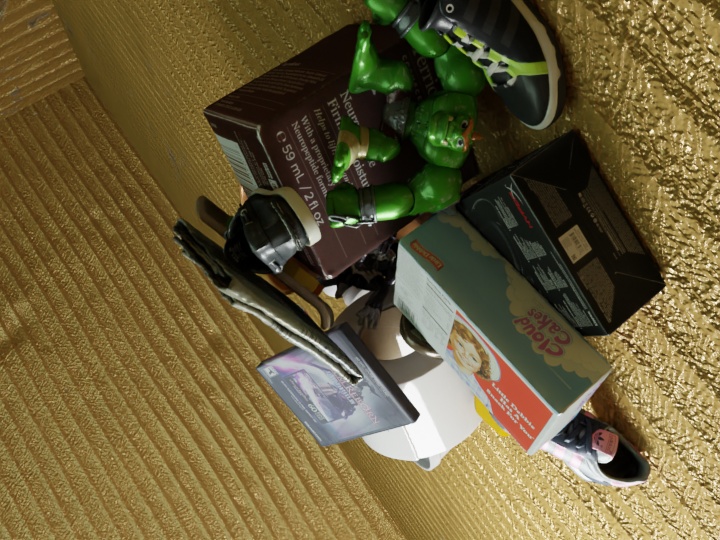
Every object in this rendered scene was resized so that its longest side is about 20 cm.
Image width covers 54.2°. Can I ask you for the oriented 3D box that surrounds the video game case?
[{"bbox_3d":[-0.034,0.147,0.869,0.144,0.019,0.199,51,140,-9],"label":"video game case"}]

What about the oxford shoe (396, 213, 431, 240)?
[{"bbox_3d":[0.057,-0.055,0.867,0.072,0.071,0.200,53,162,-3],"label":"oxford shoe"}]

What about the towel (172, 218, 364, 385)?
[{"bbox_3d":[-0.103,0.034,0.728,0.200,0.035,0.192,41,178,-36],"label":"towel"}]

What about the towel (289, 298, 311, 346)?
[{"bbox_3d":[-0.076,0.106,1.004,0.147,0.030,0.200,55,-179,18],"label":"towel"}]

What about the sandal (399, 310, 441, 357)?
[{"bbox_3d":[0.089,0.047,0.778,0.081,0.200,0.055,28,117,3],"label":"sandal"}]

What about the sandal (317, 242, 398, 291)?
[{"bbox_3d":[0.012,0.002,1.003,0.198,0.075,0.049,-15,108,45],"label":"sandal"}]

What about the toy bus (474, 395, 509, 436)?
[{"bbox_3d":[0.172,0.105,0.811,0.065,0.078,0.202,43,159,36],"label":"toy bus"}]

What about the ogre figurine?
[{"bbox_3d":[0.043,-0.131,0.599,0.098,0.117,0.204,145,136,-83],"label":"ogre figurine"}]

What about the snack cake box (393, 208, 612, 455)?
[{"bbox_3d":[0.116,0.053,0.631,0.200,0.067,0.116,49,159,23],"label":"snack cake box"}]

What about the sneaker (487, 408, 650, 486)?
[{"bbox_3d":[0.221,0.164,0.733,0.198,0.071,0.082,32,162,-21],"label":"sneaker"}]

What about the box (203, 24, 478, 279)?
[{"bbox_3d":[-0.022,-0.130,0.718,0.164,0.199,0.168,29,150,57],"label":"box"}]

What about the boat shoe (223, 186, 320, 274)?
[{"bbox_3d":[-0.094,-0.028,0.647,0.075,0.066,0.199,59,164,-14],"label":"boat shoe"}]

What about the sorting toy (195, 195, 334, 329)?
[{"bbox_3d":[-0.102,-0.009,0.842,0.199,0.037,0.185,42,177,2],"label":"sorting toy"}]

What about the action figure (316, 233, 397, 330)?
[{"bbox_3d":[0.000,0.000,0.853,0.118,0.103,0.200,40,153,-9],"label":"action figure"}]

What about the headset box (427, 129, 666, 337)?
[{"bbox_3d":[0.153,-0.019,0.642,0.150,0.077,0.200,57,164,-2],"label":"headset box"}]

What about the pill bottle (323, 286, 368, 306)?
[{"bbox_3d":[-0.046,-0.031,1.138,0.201,0.103,0.105,49,162,23],"label":"pill bottle"}]

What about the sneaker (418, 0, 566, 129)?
[{"bbox_3d":[0.079,-0.188,0.530,0.202,0.082,0.072,60,163,-10],"label":"sneaker"}]

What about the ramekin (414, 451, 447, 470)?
[{"bbox_3d":[0.097,0.226,1.202,0.201,0.104,0.201,50,163,21],"label":"ramekin"}]

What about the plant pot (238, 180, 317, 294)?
[{"bbox_3d":[-0.075,-0.082,1.012,0.200,0.138,0.203,45,145,45],"label":"plant pot"}]

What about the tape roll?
[{"bbox_3d":[0.065,0.129,0.949,0.202,0.201,0.141,34,154,51],"label":"tape roll"}]
